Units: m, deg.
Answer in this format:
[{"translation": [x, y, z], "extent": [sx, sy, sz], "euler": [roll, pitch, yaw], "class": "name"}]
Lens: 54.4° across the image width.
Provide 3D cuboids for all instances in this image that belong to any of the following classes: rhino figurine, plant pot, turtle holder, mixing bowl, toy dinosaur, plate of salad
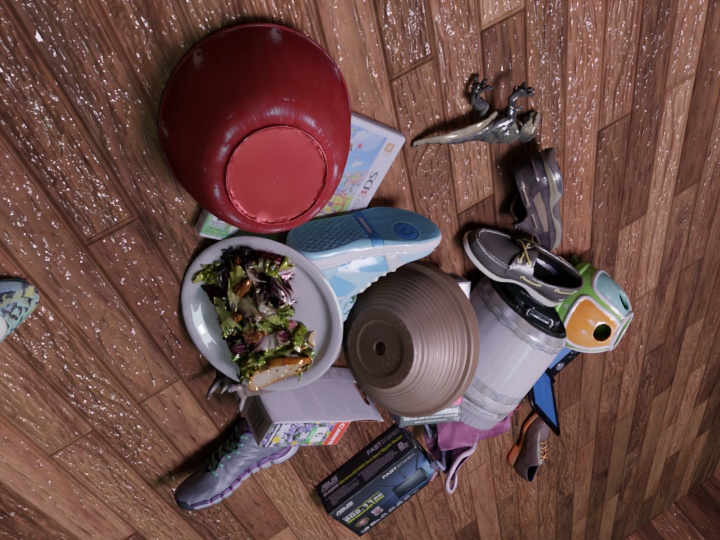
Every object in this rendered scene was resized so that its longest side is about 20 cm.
[{"translation": [-0.109, 0.114, 0.897], "extent": [0.196, 0.088, 0.061], "euler": [-27, 138, -9], "class": "rhino figurine"}, {"translation": [0.045, 0.091, 0.890], "extent": [0.092, 0.200, 0.203], "euler": [-7, 135, -57], "class": "plant pot"}, {"translation": [0.378, 0.070, 1.164], "extent": [0.143, 0.130, 0.185], "euler": [-59, 154, 0], "class": "turtle holder"}, {"translation": [-0.088, -0.113, 0.659], "extent": [0.194, 0.109, 0.205], "euler": [-10, 126, -13], "class": "mixing bowl"}, {"translation": [0.160, -0.189, 0.855], "extent": [0.195, 0.048, 0.089], "euler": [-10, 139, -25], "class": "toy dinosaur"}, {"translation": [-0.116, 0.059, 0.796], "extent": [0.194, 0.048, 0.205], "euler": [6, 118, 11], "class": "plate of salad"}]

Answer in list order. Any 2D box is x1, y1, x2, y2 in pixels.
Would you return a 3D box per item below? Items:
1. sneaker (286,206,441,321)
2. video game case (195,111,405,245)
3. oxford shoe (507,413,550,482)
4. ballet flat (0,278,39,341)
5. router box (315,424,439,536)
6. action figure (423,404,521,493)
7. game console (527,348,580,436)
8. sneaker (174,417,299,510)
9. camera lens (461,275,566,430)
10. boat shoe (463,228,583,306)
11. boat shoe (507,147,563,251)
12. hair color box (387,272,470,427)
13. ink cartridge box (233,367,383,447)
[{"translation": [0.000, 0.000, 0.853], "extent": [0.194, 0.080, 0.133], "euler": [-7, 130, -19], "class": "sneaker"}, {"translation": [-0.063, -0.100, 0.786], "extent": [0.197, 0.022, 0.184], "euler": [11, 119, -42], "class": "video game case"}, {"translation": [0.386, 0.372, 1.512], "extent": [0.070, 0.073, 0.204], "euler": [-9, 132, -28], "class": "oxford shoe"}, {"translation": [-0.400, 0.069, 0.658], "extent": [0.196, 0.075, 0.076], "euler": [-21, 137, -20], "class": "ballet flat"}, {"translation": [0.035, 0.380, 1.268], "extent": [0.198, 0.062, 0.151], "euler": [-38, 138, -1], "class": "router box"}, {"translation": [0.206, 0.271, 1.234], "extent": [0.195, 0.150, 0.137], "euler": [-13, 131, -17], "class": "action figure"}, {"translation": [0.370, 0.182, 1.290], "extent": [0.172, 0.119, 0.200], "euler": [-41, 140, 5], "class": "game console"}, {"translation": [-0.183, 0.257, 1.004], "extent": [0.197, 0.074, 0.090], "euler": [-27, 123, -24], "class": "sneaker"}, {"translation": [0.207, 0.120, 1.081], "extent": [0.157, 0.161, 0.202], "euler": [13, 119, -42], "class": "camera lens"}, {"translation": [0.237, -0.014, 1.010], "extent": [0.198, 0.073, 0.060], "euler": [25, 147, -25], "class": "boat shoe"}, {"translation": [0.245, -0.095, 0.994], "extent": [0.071, 0.076, 0.202], "euler": [-11, 144, 8], "class": "boat shoe"}, {"translation": [0.094, 0.110, 0.988], "extent": [0.096, 0.061, 0.206], "euler": [-2, 102, -17], "class": "hair color box"}, {"translation": [-0.071, 0.186, 0.975], "extent": [0.197, 0.110, 0.051], "euler": [11, 122, -42], "class": "ink cartridge box"}]
